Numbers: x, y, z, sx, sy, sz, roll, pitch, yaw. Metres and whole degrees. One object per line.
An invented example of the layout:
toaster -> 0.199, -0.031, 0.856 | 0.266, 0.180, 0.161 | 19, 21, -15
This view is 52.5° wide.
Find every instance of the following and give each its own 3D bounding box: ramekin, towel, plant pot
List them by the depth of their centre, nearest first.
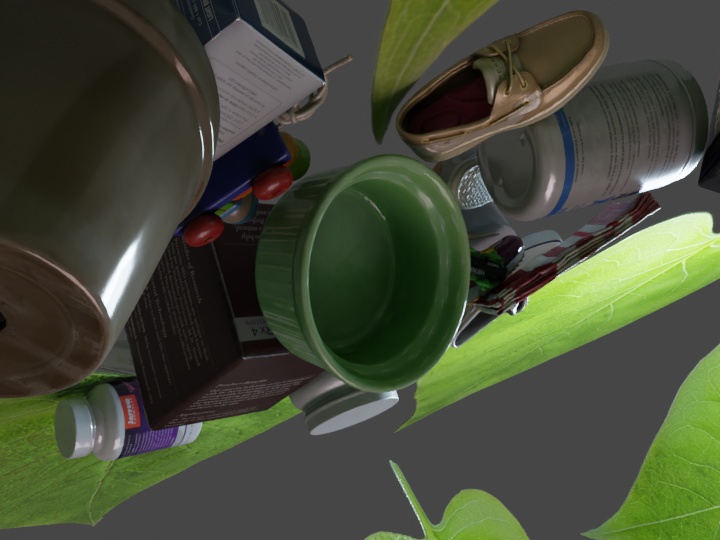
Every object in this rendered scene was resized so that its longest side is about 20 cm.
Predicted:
plant pot -> -0.175, -0.039, 0.378 | 0.195, 0.176, 0.202 | -4, 138, -3
ramekin -> 0.000, 0.000, 0.661 | 0.197, 0.205, 0.097 | -5, -173, -40
towel -> 0.213, -0.016, 0.793 | 0.198, 0.023, 0.144 | -34, 178, 0

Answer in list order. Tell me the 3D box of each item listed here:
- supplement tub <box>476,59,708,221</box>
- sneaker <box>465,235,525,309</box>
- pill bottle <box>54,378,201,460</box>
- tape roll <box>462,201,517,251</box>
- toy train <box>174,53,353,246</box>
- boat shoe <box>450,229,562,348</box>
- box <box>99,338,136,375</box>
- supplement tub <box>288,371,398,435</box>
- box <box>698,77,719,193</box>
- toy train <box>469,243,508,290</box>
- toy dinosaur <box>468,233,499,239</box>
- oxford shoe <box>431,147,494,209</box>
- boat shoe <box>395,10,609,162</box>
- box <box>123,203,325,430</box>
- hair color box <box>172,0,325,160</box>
supplement tub -> 0.228, -0.133, 0.734 | 0.196, 0.134, 0.132 | -13, 160, -18
sneaker -> 0.102, 0.000, 0.835 | 0.199, 0.091, 0.075 | -36, 177, -22
pill bottle -> -0.347, 0.221, 1.099 | 0.197, 0.113, 0.111 | -3, 154, -44
tape roll -> 0.108, -0.007, 0.953 | 0.197, 0.067, 0.202 | -21, 143, -17
toy train -> -0.069, -0.100, 0.600 | 0.198, 0.086, 0.116 | -32, 173, 15
boat shoe -> 0.183, 0.026, 0.934 | 0.198, 0.066, 0.072 | -32, 144, -3
box -> -0.228, 0.108, 0.948 | 0.142, 0.037, 0.198 | 1, 178, 42
supplement tub -> -0.040, 0.093, 0.945 | 0.142, 0.203, 0.145 | -18, 161, -6
box -> 0.414, -0.170, 0.690 | 0.120, 0.203, 0.106 | 18, 162, 7
toy train -> 0.059, -0.021, 0.777 | 0.196, 0.043, 0.056 | 16, 179, 4
toy dinosaur -> 0.069, -0.052, 0.807 | 0.199, 0.100, 0.059 | 19, 97, -53
oxford shoe -> 0.149, -0.110, 0.835 | 0.198, 0.057, 0.077 | -14, 117, -44
boat shoe -> 0.118, -0.159, 0.631 | 0.198, 0.075, 0.069 | -31, 163, 24
box -> -0.133, 0.050, 0.784 | 0.164, 0.167, 0.199 | 0, 152, -45
hair color box -> -0.133, -0.115, 0.498 | 0.198, 0.062, 0.100 | -29, 157, 22
